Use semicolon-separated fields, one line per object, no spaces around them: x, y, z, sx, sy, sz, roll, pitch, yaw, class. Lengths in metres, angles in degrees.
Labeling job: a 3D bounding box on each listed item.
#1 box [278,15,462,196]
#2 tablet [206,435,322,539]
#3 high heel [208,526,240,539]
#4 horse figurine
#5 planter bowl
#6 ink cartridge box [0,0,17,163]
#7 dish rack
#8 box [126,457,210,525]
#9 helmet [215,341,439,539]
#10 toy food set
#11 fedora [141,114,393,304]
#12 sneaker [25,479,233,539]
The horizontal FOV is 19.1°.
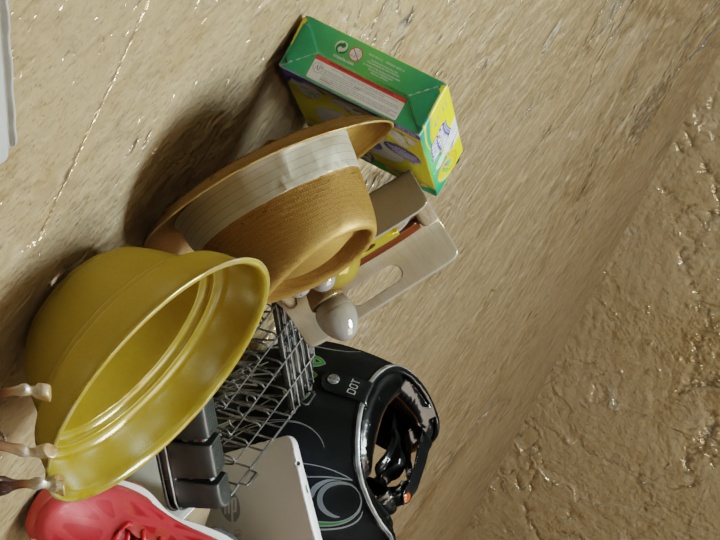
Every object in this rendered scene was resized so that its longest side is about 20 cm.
0.011;-0.114;1.567;0.049;0.117;0.200;-62;168;-6;box
-0.100;0.217;1.801;0.014;0.131;0.200;-10;173;-40;tablet
-0.173;0.294;1.744;0.199;0.071;0.143;-25;125;-21;high heel
-0.240;0.113;1.242;0.200;0.132;0.050;99;-16;-63;horse figurine
-0.156;0.046;1.382;0.200;0.083;0.201;-43;162;-18;planter bowl
-0.236;-0.040;0.869;0.200;0.083;0.145;-50;167;-28;ink cartridge box
-0.096;0.082;1.698;0.200;0.054;0.154;-52;143;-49;dish rack
-0.189;0.232;1.769;0.095;0.078;0.200;-44;163;-39;box
-0.045;0.157;1.881;0.200;0.190;0.201;6;83;-60;helmet
0.000;0.000;1.609;0.143;0.061;0.200;-32;168;2;toy food set
-0.051;-0.030;1.456;0.200;0.082;0.201;-26;171;-4;fedora
-0.146;0.216;1.602;0.199;0.115;0.079;20;93;-33;sneaker
